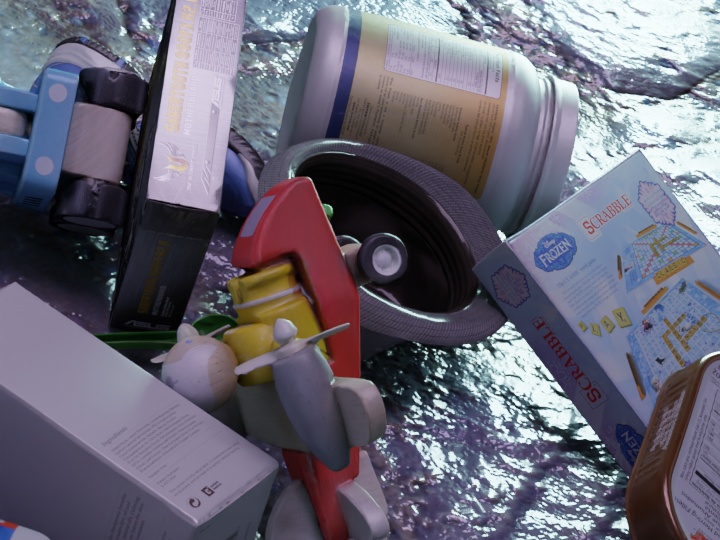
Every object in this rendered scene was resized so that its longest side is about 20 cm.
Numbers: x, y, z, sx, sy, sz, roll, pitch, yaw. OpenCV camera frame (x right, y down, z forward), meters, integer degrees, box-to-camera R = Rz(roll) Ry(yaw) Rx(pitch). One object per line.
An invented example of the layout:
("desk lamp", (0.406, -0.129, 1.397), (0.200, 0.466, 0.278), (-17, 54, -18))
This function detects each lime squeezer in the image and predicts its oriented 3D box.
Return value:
("lime squeezer", (-0.083, 0.020, 1.399), (0.071, 0.199, 0.038), (53, 24, -25))

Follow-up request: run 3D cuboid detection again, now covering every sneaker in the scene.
("sneaker", (-0.152, -0.085, 1.574), (0.199, 0.076, 0.077), (29, 59, 13))

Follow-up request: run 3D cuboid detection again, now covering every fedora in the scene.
("fedora", (0.000, 0.000, 1.482), (0.199, 0.090, 0.177), (2, 50, -44))

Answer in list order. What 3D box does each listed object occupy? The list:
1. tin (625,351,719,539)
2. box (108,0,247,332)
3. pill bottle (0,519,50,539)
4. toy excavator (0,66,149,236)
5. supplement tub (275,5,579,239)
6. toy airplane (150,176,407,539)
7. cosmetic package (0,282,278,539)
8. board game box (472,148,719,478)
("tin", (0.232, 0.133, 1.423), (0.112, 0.042, 0.200), (38, 42, -10))
("box", (-0.117, -0.081, 1.437), (0.048, 0.159, 0.201), (11, 58, -9))
("pill bottle", (-0.219, 0.174, 1.126), (0.199, 0.113, 0.112), (18, 34, -3))
("toy excavator", (-0.241, -0.093, 1.425), (0.199, 0.100, 0.194), (10, -7, -10))
("supplement tub", (0.047, -0.102, 1.616), (0.199, 0.145, 0.145), (14, 34, -8))
("toy airplane", (-0.049, 0.073, 1.287), (0.140, 0.200, 0.200), (0, 45, -24))
("cosmetic package", (-0.158, 0.110, 1.251), (0.200, 0.108, 0.085), (34, 37, 19))
("board game box", (0.196, 0.034, 1.523), (0.200, 0.041, 0.200), (54, 40, 4))
